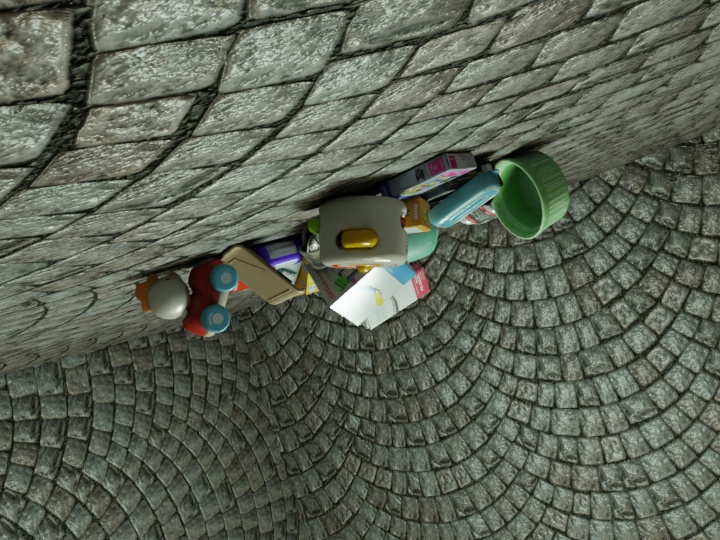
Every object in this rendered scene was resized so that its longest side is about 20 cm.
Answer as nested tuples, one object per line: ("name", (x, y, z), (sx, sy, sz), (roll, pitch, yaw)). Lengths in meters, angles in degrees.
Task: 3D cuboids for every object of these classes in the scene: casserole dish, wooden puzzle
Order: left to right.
("wooden puzzle", (-0.240, 0.008, 1.659), (0.184, 0.199, 0.038), (-23, -143, 61))
("casserole dish", (0.231, -0.152, 1.557), (0.199, 0.039, 0.121), (-36, 167, 23))

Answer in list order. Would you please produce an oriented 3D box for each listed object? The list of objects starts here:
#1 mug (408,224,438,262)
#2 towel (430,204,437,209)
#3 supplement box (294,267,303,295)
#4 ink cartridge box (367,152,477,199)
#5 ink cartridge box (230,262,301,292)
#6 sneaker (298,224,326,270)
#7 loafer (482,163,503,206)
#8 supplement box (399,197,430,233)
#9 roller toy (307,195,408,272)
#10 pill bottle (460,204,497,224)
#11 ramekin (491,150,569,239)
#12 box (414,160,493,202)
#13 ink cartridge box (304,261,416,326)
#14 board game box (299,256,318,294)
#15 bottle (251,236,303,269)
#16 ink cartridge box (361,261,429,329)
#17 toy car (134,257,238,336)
("mug", (0.127, -0.117, 1.833), (0.113, 0.187, 0.153), (-18, 153, -14))
("towel", (0.130, -0.146, 1.680), (0.198, 0.030, 0.145), (-18, -153, -37))
("supplement box", (-0.085, -0.032, 1.970), (0.197, 0.135, 0.197), (-17, 177, -25))
("ink cartridge box", (0.123, -0.183, 1.419), (0.198, 0.043, 0.119), (-19, 177, 37))
("ink cartridge box", (-0.253, 0.011, 1.905), (0.171, 0.044, 0.201), (-15, 156, -24))
("sneaker", (-0.062, -0.093, 1.618), (0.200, 0.075, 0.115), (-43, 135, 7))
("loafer", (0.285, -0.180, 1.724), (0.073, 0.072, 0.200), (-37, 172, -26))
("supplement box", (0.050, -0.112, 1.528), (0.197, 0.068, 0.069), (-6, 169, 22))
("roller toy", (0.007, -0.067, 1.406), (0.180, 0.142, 0.199), (2, 175, -34))
("pill bottle", (0.328, -0.189, 1.885), (0.114, 0.118, 0.200), (-18, 177, -17))
("ramekin", (0.404, -0.187, 1.682), (0.097, 0.203, 0.200), (-25, 180, -21))
("box", (0.190, -0.190, 1.601), (0.198, 0.052, 0.157), (-18, 177, -42))
("ink cartridge box", (0.000, 0.000, 1.705), (0.200, 0.147, 0.146), (-42, 144, 8))
("board game box", (-0.072, -0.040, 1.763), (0.151, 0.041, 0.202), (-18, 142, -24))
("bottle", (-0.185, -0.044, 1.761), (0.198, 0.066, 0.083), (-17, -178, -37))
("ink cartridge box", (0.059, 0.046, 1.859), (0.198, 0.084, 0.145), (-31, -144, -17))
("toy car", (-0.401, 0.046, 1.580), (0.197, 0.180, 0.184), (14, 173, -26))
